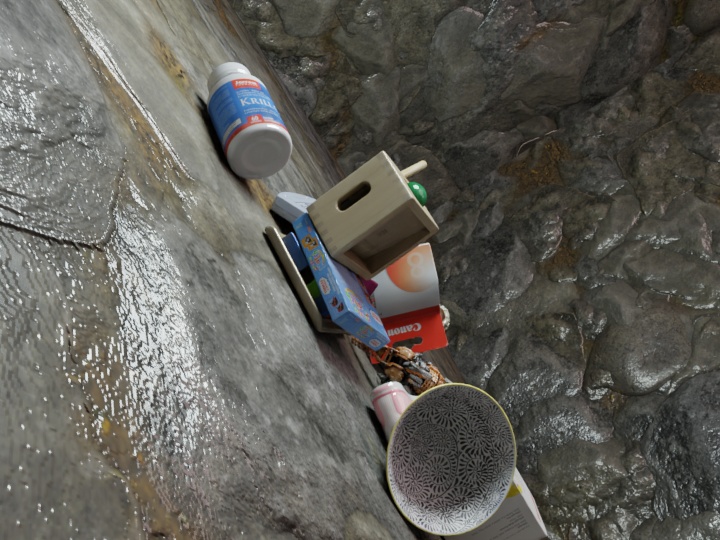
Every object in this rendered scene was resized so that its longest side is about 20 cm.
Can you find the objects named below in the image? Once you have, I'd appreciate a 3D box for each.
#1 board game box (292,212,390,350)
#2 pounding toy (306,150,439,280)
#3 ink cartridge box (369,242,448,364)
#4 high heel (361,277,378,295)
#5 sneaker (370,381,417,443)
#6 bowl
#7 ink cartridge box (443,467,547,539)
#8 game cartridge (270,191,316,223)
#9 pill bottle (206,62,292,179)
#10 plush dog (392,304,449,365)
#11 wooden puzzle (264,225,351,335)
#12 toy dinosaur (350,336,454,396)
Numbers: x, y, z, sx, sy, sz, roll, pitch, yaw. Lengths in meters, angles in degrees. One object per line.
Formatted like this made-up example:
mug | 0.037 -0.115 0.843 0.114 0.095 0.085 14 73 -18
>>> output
board game box | -0.031 0.019 1.040 0.151 0.036 0.201 42 18 -54
pounding toy | 0.037 -0.109 1.076 0.143 0.199 0.184 60 11 25
ink cartridge box | 0.074 0.062 1.225 0.050 0.160 0.203 114 -37 -80
high heel | -0.045 -0.021 1.205 0.201 0.095 0.067 61 8 20
sneaker | 0.083 0.257 1.040 0.200 0.075 0.105 44 18 -55
bowl | 0.113 0.260 0.914 0.202 0.200 0.094 58 -18 -6
ink cartridge box | 0.182 0.349 1.040 0.201 0.144 0.147 59 7 4
game cartridge | -0.090 -0.103 1.223 0.133 0.041 0.200 36 12 11
pill bottle | -0.197 -0.260 1.088 0.201 0.112 0.112 62 8 32
plush dog | 0.087 0.125 1.359 0.172 0.197 0.163 -70 162 -69
wooden puzzle | -0.071 0.016 1.068 0.187 0.046 0.200 61 7 15
toy dinosaur | 0.079 0.170 1.142 0.200 0.102 0.136 50 -11 13
